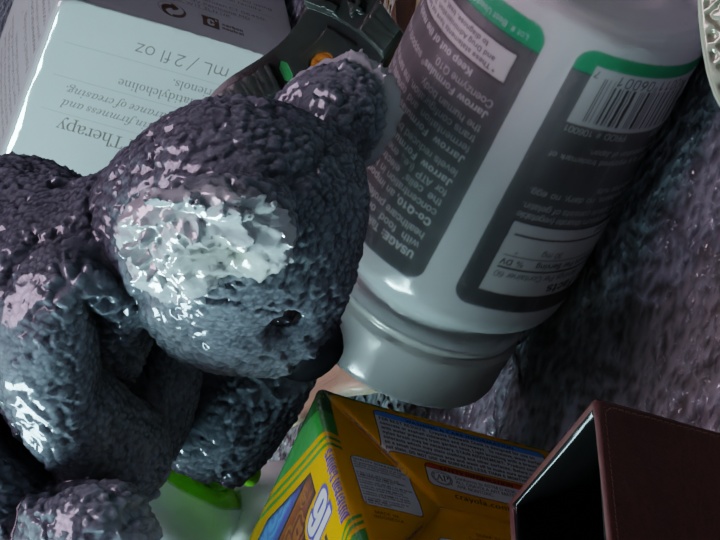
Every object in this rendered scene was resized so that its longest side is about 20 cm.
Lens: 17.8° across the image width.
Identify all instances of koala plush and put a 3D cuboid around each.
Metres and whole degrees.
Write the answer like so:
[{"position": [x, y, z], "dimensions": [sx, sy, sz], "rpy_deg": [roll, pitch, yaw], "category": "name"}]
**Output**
[{"position": [-0.075, 0.000, 0.889], "dimensions": [0.200, 0.184, 0.177], "rpy_deg": [-37, 4, 36], "category": "koala plush"}]

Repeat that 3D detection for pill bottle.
[{"position": [0.054, -0.047, 0.964], "dimensions": [0.113, 0.113, 0.200], "rpy_deg": [-101, 33, -54], "category": "pill bottle"}]

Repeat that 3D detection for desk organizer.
[{"position": [0.101, 0.144, 0.730], "dimensions": [0.072, 0.077, 0.200], "rpy_deg": [124, 154, -43], "category": "desk organizer"}]

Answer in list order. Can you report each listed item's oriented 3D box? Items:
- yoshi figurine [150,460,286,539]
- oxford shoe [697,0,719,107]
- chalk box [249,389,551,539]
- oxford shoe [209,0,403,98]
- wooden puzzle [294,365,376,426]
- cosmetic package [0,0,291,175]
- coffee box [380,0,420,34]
[{"position": [-0.066, 0.128, 1.056], "dimensions": [0.112, 0.200, 0.112], "rpy_deg": [-38, 51, 52], "category": "yoshi figurine"}, {"position": [0.165, -0.143, 0.821], "dimensions": [0.058, 0.075, 0.200], "rpy_deg": [17, -101, -67], "category": "oxford shoe"}, {"position": [0.009, 0.171, 0.900], "dimensions": [0.124, 0.125, 0.200], "rpy_deg": [-106, 37, -57], "category": "chalk box"}, {"position": [-0.026, -0.098, 1.281], "dimensions": [0.200, 0.073, 0.084], "rpy_deg": [-48, -8, 8], "category": "oxford shoe"}, {"position": [0.000, 0.000, 1.180], "dimensions": [0.200, 0.037, 0.185], "rpy_deg": [-26, 40, 61], "category": "wooden puzzle"}, {"position": [-0.157, -0.113, 1.547], "dimensions": [0.166, 0.167, 0.200], "rpy_deg": [-105, 34, -56], "category": "cosmetic package"}, {"position": [0.057, -0.176, 1.113], "dimensions": [0.200, 0.080, 0.113], "rpy_deg": [-117, 45, -64], "category": "coffee box"}]
